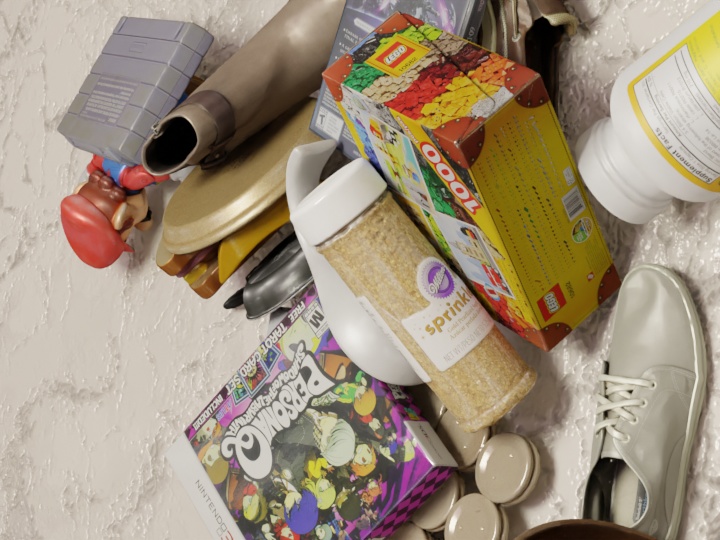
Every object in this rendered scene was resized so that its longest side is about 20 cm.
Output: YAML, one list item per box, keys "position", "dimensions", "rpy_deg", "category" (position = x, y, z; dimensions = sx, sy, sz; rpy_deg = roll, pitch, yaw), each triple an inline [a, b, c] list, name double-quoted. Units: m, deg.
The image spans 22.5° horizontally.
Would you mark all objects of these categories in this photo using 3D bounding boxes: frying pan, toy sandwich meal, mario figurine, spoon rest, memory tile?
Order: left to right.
- position: [-0.199, -0.091, 1.664]
  dimensions: [0.200, 0.106, 0.123]
  rpy_deg: [-62, 7, 5]
  category: "mario figurine"
- position: [-0.084, -0.060, 1.492]
  dimensions: [0.205, 0.070, 0.205]
  rpy_deg: [-34, 22, 15]
  category: "toy sandwich meal"
- position: [-0.062, -0.008, 1.488]
  dimensions: [0.115, 0.031, 0.190]
  rpy_deg: [-43, 14, -7]
  category: "frying pan"
- position: [0.000, 0.000, 1.356]
  dimensions: [0.200, 0.099, 0.061]
  rpy_deg: [62, 141, 18]
  category: "spoon rest"
- position: [0.045, 0.188, 1.327]
  dimensions: [0.153, 0.017, 0.200]
  rpy_deg: [33, 98, 48]
  category: "memory tile"

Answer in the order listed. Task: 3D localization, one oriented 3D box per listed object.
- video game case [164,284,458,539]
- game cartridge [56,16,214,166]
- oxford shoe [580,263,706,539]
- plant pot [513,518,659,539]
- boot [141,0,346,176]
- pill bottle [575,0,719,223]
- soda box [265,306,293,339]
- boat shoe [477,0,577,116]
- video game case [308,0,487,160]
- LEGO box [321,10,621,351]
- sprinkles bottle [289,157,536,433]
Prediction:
- position: [-0.043, 0.142, 1.363]
  dimensions: [0.200, 0.036, 0.181]
  rpy_deg: [-48, 58, 22]
  category: "video game case"
- position: [-0.197, -0.157, 1.570]
  dimensions: [0.130, 0.038, 0.200]
  rpy_deg: [-64, 26, -2]
  category: "game cartridge"
- position: [0.182, 0.093, 1.195]
  dimensions: [0.075, 0.058, 0.200]
  rpy_deg: [-1, 80, 51]
  category: "oxford shoe"
- position: [0.132, 0.293, 1.142]
  dimensions: [0.187, 0.187, 0.200]
  rpy_deg: [57, 137, 38]
  category: "plant pot"
- position: [-0.090, -0.144, 1.440]
  dimensions: [0.070, 0.146, 0.200]
  rpy_deg: [49, 138, 4]
  category: "boot"
- position: [0.230, -0.112, 1.146]
  dimensions: [0.200, 0.104, 0.104]
  rpy_deg: [-39, 55, 37]
  category: "pill bottle"
- position: [-0.045, 0.133, 1.435]
  dimensions: [0.068, 0.063, 0.200]
  rpy_deg: [11, 91, 48]
  category: "soda box"
- position: [0.125, -0.183, 1.312]
  dimensions: [0.075, 0.075, 0.203]
  rpy_deg: [6, 94, 36]
  category: "boat shoe"
- position: [0.031, -0.170, 1.341]
  dimensions: [0.143, 0.019, 0.200]
  rpy_deg: [38, 117, 46]
  category: "video game case"
- position: [0.078, -0.061, 1.236]
  dimensions: [0.077, 0.200, 0.149]
  rpy_deg: [-41, 41, -16]
  category: "LEGO box"
- position: [0.037, 0.018, 1.259]
  dimensions: [0.068, 0.068, 0.200]
  rpy_deg: [-33, 100, 40]
  category: "sprinkles bottle"
